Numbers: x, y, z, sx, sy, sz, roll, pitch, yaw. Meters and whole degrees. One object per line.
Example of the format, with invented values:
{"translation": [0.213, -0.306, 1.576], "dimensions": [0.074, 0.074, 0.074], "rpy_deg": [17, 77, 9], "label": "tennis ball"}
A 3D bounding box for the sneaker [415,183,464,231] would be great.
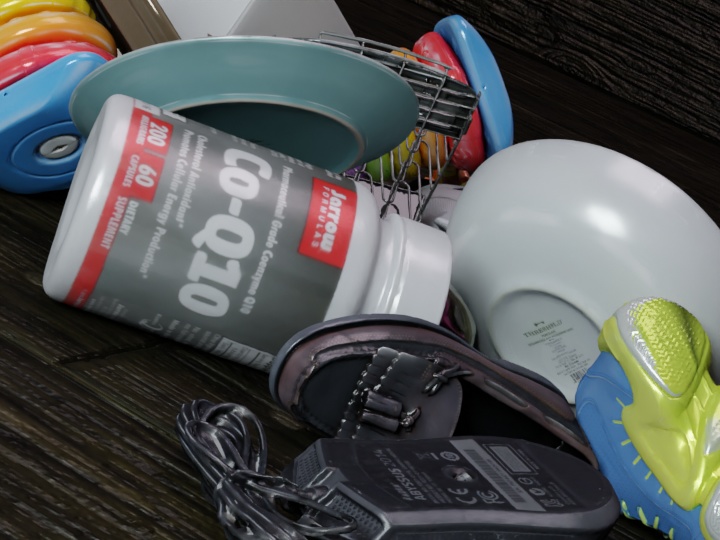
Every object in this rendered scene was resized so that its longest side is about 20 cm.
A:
{"translation": [0.068, -0.013, 1.284], "dimensions": [0.114, 0.076, 0.200], "rpy_deg": [14, 19, -41], "label": "sneaker"}

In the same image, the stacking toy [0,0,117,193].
{"translation": [-0.207, -0.157, 1.110], "dimensions": [0.110, 0.115, 0.201], "rpy_deg": [37, 29, -63], "label": "stacking toy"}

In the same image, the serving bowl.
{"translation": [0.127, 0.025, 1.071], "dimensions": [0.199, 0.201, 0.066], "rpy_deg": [27, 50, 18], "label": "serving bowl"}

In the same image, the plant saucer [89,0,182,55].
{"translation": [-0.134, -0.142, 1.138], "dimensions": [0.201, 0.029, 0.200], "rpy_deg": [57, -4, 7], "label": "plant saucer"}

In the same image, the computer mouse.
{"translation": [0.019, 0.109, 0.805], "dimensions": [0.198, 0.053, 0.139], "rpy_deg": [5, 18, -22], "label": "computer mouse"}

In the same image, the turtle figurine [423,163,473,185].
{"translation": [0.109, -0.049, 1.509], "dimensions": [0.161, 0.065, 0.200], "rpy_deg": [39, 4, 22], "label": "turtle figurine"}

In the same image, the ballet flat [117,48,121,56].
{"translation": [-0.161, -0.124, 1.356], "dimensions": [0.199, 0.068, 0.068], "rpy_deg": [14, 16, -33], "label": "ballet flat"}

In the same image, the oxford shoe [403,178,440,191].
{"translation": [0.108, -0.017, 1.385], "dimensions": [0.071, 0.072, 0.200], "rpy_deg": [17, 13, -36], "label": "oxford shoe"}

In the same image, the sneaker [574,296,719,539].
{"translation": [0.179, 0.117, 0.979], "dimensions": [0.075, 0.105, 0.201], "rpy_deg": [-8, 61, -32], "label": "sneaker"}

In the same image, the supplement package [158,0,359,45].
{"translation": [-0.094, -0.186, 1.437], "dimensions": [0.121, 0.120, 0.200], "rpy_deg": [30, -11, 26], "label": "supplement package"}

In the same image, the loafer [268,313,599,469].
{"translation": [0.046, 0.073, 0.939], "dimensions": [0.199, 0.072, 0.063], "rpy_deg": [16, 19, -38], "label": "loafer"}

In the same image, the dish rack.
{"translation": [-0.010, -0.089, 1.199], "dimensions": [0.152, 0.200, 0.055], "rpy_deg": [13, 53, -10], "label": "dish rack"}

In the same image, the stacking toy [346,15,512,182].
{"translation": [0.007, -0.105, 1.376], "dimensions": [0.199, 0.117, 0.110], "rpy_deg": [-22, 5, -6], "label": "stacking toy"}

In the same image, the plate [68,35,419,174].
{"translation": [-0.065, -0.079, 1.034], "dimensions": [0.198, 0.026, 0.200], "rpy_deg": [-2, -19, -1], "label": "plate"}

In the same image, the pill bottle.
{"translation": [-0.058, -0.008, 0.976], "dimensions": [0.199, 0.115, 0.114], "rpy_deg": [19, 14, -13], "label": "pill bottle"}

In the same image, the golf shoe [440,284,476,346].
{"translation": [0.000, 0.000, 1.130], "dimensions": [0.199, 0.073, 0.092], "rpy_deg": [31, 14, 32], "label": "golf shoe"}
